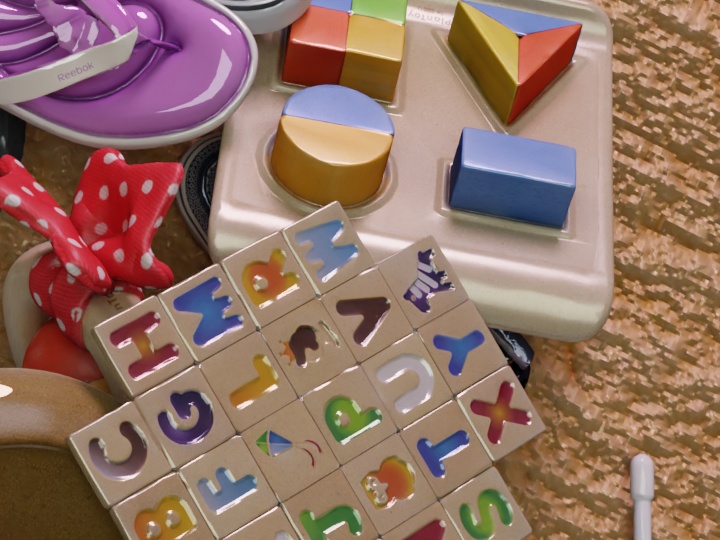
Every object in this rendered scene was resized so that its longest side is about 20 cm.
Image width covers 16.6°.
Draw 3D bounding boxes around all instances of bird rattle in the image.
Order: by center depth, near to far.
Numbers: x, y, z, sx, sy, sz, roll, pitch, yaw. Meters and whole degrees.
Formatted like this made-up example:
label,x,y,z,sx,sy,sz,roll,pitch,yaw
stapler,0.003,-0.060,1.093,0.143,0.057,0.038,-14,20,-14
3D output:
label,x,y,z,sx,sy,sz,roll,pitch,yaw
bird rattle,-0.119,0.043,1.095,0.112,0.163,0.201,-37,100,-29

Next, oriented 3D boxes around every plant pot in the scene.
label,x,y,z,sx,sy,sz,roll,pitch,yaw
plant pot,-0.151,0.139,0.997,0.199,0.027,0.202,-10,111,-26

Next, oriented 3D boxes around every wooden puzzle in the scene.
label,x,y,z,sx,sy,sz,roll,pitch,yaw
wooden puzzle,0.031,-0.071,1.137,0.184,0.046,0.201,11,50,-6

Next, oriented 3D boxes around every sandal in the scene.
label,x,y,z,sx,sy,sz,roll,pitch,yaw
sandal,-0.147,-0.106,1.102,0.201,0.050,0.083,14,86,7

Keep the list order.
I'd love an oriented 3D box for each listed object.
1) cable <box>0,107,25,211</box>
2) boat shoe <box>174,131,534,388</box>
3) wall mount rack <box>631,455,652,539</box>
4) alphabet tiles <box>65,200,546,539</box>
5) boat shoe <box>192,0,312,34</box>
label,x,y,z,sx,sy,sz,roll,pitch,yaw
cable,-0.237,-0.113,1.159,0.162,0.051,0.202,-2,82,2
boat shoe,0.000,0.000,1.147,0.199,0.093,0.075,35,82,-3
wall mount rack,0.100,0.170,1.124,0.199,0.075,0.174,5,40,-28
alphabet tiles,-0.018,0.068,1.024,0.199,0.006,0.167,-29,87,-32
boat shoe,-0.105,-0.185,1.138,0.200,0.068,0.072,38,65,15
